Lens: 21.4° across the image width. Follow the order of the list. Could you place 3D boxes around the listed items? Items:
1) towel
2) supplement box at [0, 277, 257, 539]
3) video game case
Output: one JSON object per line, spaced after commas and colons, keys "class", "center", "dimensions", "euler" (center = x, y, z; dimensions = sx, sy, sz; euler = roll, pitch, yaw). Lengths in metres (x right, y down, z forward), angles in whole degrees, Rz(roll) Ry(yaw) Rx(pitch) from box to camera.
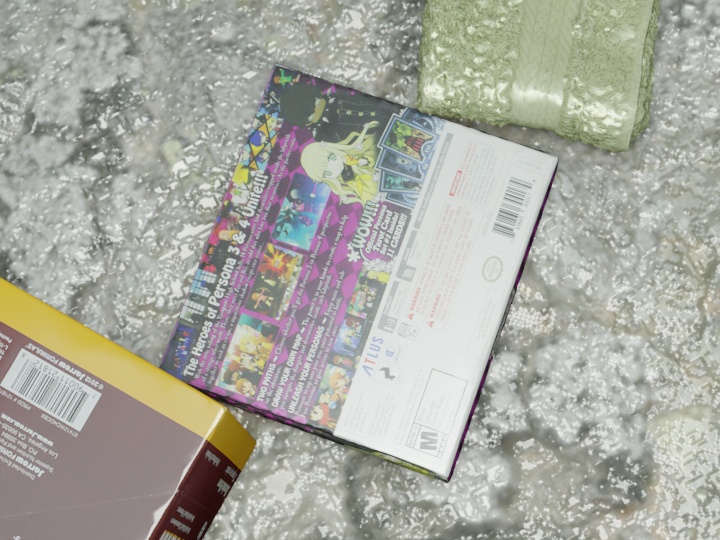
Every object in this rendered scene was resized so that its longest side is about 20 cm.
{"class": "towel", "center": [0.110, -0.174, 1.127], "dimensions": [0.147, 0.037, 0.202], "euler": [11, 72, 2]}
{"class": "supplement box", "center": [-0.194, 0.126, 1.046], "dimensions": [0.196, 0.133, 0.201], "euler": [28, 81, 9]}
{"class": "video game case", "center": [0.000, 0.000, 1.109], "dimensions": [0.180, 0.036, 0.201], "euler": [18, 79, 8]}
